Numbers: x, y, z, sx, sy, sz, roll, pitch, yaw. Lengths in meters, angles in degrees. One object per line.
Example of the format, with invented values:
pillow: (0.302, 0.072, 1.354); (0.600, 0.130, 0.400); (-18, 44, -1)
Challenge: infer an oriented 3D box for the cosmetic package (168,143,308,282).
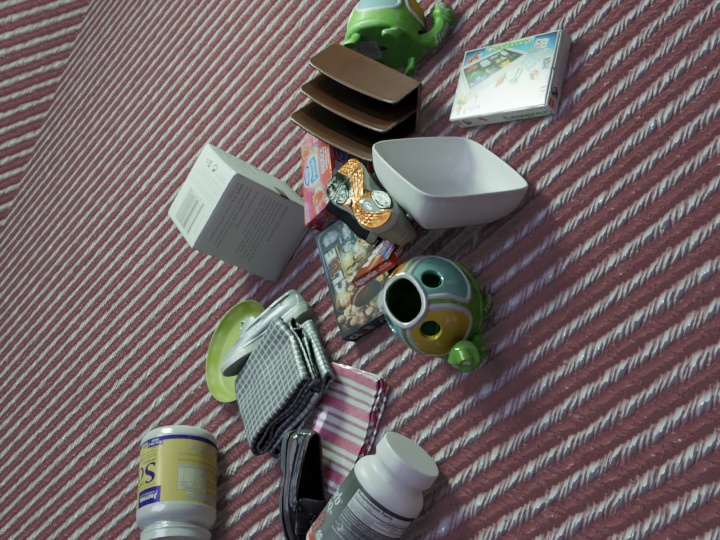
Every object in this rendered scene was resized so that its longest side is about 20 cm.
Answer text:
cosmetic package: (-0.230, -0.110, 1.751); (0.166, 0.199, 0.165); (-58, 39, 10)

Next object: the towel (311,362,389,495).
towel: (-0.033, 0.256, 1.472); (0.146, 0.030, 0.202); (9, 79, 52)

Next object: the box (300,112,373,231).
box: (-0.041, -0.169, 1.635); (0.095, 0.099, 0.202); (-38, 46, 42)

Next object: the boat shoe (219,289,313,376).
boat shoe: (-0.179, 0.111, 1.644); (0.200, 0.070, 0.072); (-38, 63, 0)

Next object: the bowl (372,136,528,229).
bowl: (0.129, -0.129, 1.373); (0.200, 0.198, 0.075); (50, 140, 48)

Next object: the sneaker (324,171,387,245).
sneaker: (0.031, -0.146, 1.492); (0.201, 0.106, 0.075); (-54, -1, -30)

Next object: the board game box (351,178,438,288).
board game box: (0.061, -0.060, 1.442); (0.103, 0.019, 0.201); (-35, 17, 49)

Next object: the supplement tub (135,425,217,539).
supplement tub: (-0.333, 0.400, 1.654); (0.145, 0.145, 0.202); (-31, 50, 36)

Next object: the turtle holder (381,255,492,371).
turtle holder: (0.103, 0.068, 1.308); (0.140, 0.131, 0.188); (-22, 70, 32)

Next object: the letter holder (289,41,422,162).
letter holder: (-0.015, -0.289, 1.566); (0.199, 0.101, 0.142); (31, 52, 27)

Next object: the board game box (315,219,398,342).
board game box: (0.000, 0.000, 1.528); (0.135, 0.034, 0.202); (-34, 60, 35)

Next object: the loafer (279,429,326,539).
loafer: (-0.086, 0.351, 1.433); (0.063, 0.071, 0.202); (-21, 68, 43)

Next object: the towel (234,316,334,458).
towel: (-0.139, 0.196, 1.562); (0.201, 0.085, 0.166); (-56, 34, 23)

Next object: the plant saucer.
plant saucer: (-0.227, 0.157, 1.748); (0.199, 0.031, 0.202); (-24, 55, 40)

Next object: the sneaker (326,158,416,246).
sneaker: (0.016, -0.095, 1.382); (0.076, 0.092, 0.200); (-44, 38, 6)

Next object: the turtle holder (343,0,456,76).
turtle holder: (0.062, -0.442, 1.631); (0.185, 0.140, 0.133); (-16, 55, 46)

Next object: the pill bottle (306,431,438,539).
pill bottle: (0.019, 0.339, 1.299); (0.201, 0.115, 0.116); (-56, 39, 12)

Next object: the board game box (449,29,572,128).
board game box: (0.235, -0.301, 1.441); (0.199, 0.034, 0.128); (1, 73, 49)
